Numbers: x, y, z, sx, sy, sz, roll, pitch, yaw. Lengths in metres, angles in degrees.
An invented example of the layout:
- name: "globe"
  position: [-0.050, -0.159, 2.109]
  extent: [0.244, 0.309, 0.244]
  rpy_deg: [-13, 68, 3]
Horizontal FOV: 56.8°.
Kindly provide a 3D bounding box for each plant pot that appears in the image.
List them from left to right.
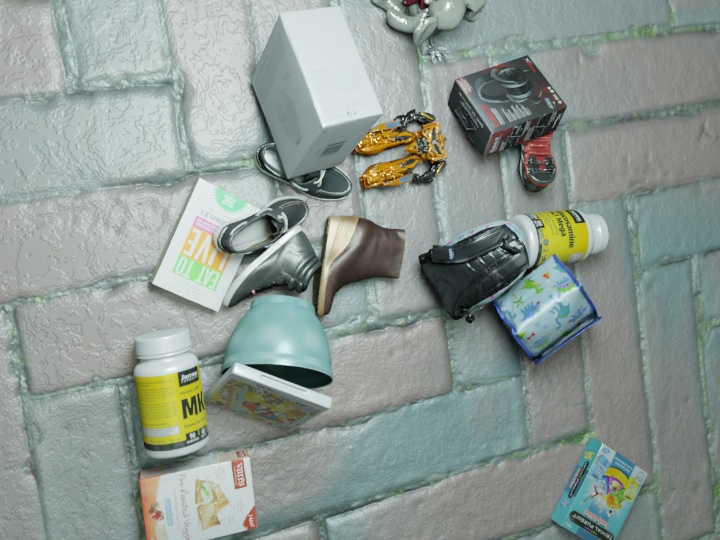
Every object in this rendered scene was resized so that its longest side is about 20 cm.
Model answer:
- name: "plant pot"
  position: [-0.144, 0.125, 1.187]
  extent: [0.196, 0.200, 0.137]
  rpy_deg: [9, 67, -18]

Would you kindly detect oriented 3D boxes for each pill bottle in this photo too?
- name: "pill bottle"
  position: [-0.331, 0.210, 1.156]
  extent: [0.112, 0.114, 0.204]
  rpy_deg: [-9, 96, -17]
- name: "pill bottle"
  position: [0.410, -0.068, 1.388]
  extent: [0.196, 0.112, 0.115]
  rpy_deg: [-7, 95, -18]

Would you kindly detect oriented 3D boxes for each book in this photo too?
- name: "book"
  position: [-0.276, -0.045, 1.203]
  extent: [0.132, 0.048, 0.203]
  rpy_deg: [25, 84, -24]

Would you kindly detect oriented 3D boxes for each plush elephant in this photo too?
- name: "plush elephant"
  position: [0.138, -0.502, 1.255]
  extent: [0.163, 0.155, 0.202]
  rpy_deg: [-32, 101, -14]

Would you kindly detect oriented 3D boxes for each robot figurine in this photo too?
- name: "robot figurine"
  position: [0.084, -0.232, 1.301]
  extent: [0.197, 0.058, 0.148]
  rpy_deg: [-19, 99, -16]

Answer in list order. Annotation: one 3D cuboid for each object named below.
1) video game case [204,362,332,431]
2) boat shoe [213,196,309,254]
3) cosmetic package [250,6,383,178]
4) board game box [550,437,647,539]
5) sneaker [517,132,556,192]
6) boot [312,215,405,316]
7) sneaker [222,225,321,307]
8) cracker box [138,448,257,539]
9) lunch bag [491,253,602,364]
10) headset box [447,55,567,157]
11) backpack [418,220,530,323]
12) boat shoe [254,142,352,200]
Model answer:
- name: "video game case"
  position: [-0.168, 0.229, 1.174]
  extent: [0.179, 0.200, 0.023]
  rpy_deg: [24, 58, -17]
- name: "boat shoe"
  position: [-0.167, -0.081, 1.201]
  extent: [0.198, 0.060, 0.075]
  rpy_deg: [-21, 114, -34]
- name: "cosmetic package"
  position: [-0.081, -0.300, 1.139]
  extent: [0.121, 0.199, 0.203]
  rpy_deg: [-19, 83, -27]
- name: "board game box"
  position: [0.536, 0.504, 1.490]
  extent: [0.150, 0.047, 0.202]
  rpy_deg: [32, 82, -17]
- name: "sneaker"
  position: [0.364, -0.251, 1.387]
  extent: [0.069, 0.098, 0.204]
  rpy_deg: [3, 68, 0]
- name: "boot"
  position: [0.000, 0.000, 1.276]
  extent: [0.163, 0.072, 0.204]
  rpy_deg: [12, 85, -16]
- name: "sneaker"
  position: [-0.154, 0.020, 1.212]
  extent: [0.200, 0.071, 0.099]
  rpy_deg: [-42, 88, -5]
- name: "cracker box"
  position: [-0.293, 0.415, 1.208]
  extent: [0.196, 0.058, 0.137]
  rpy_deg: [-8, 95, -18]
- name: "lunch bag"
  position: [0.390, 0.098, 1.362]
  extent: [0.169, 0.128, 0.200]
  rpy_deg: [-36, 135, 9]
- name: "headset box"
  position: [0.280, -0.324, 1.319]
  extent: [0.197, 0.078, 0.150]
  rpy_deg: [-20, 65, -17]
- name: "backpack"
  position: [0.233, -0.017, 1.301]
  extent: [0.198, 0.127, 0.168]
  rpy_deg: [-32, 96, 19]
- name: "boat shoe"
  position: [-0.101, -0.182, 1.241]
  extent: [0.196, 0.060, 0.077]
  rpy_deg: [14, 88, -18]
